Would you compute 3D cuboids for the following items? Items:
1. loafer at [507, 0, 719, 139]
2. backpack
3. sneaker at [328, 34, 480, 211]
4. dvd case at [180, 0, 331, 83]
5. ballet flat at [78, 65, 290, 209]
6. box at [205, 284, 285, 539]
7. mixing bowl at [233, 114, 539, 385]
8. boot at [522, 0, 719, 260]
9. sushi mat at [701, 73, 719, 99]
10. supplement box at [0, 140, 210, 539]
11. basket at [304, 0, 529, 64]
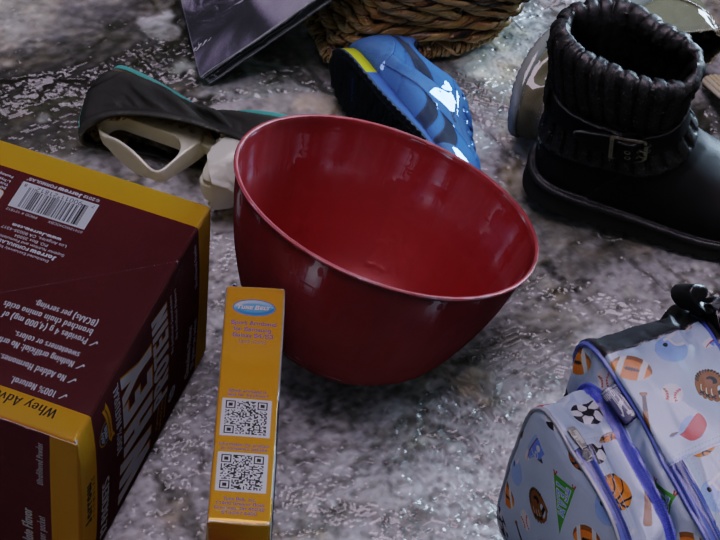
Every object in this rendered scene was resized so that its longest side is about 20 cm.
[{"bbox_3d":[0.183,-0.144,1.747,0.200,0.075,0.070,-34,54,-31],"label":"loafer"},{"bbox_3d":[0.175,0.142,1.413,0.154,0.200,0.191,-27,61,-21],"label":"backpack"},{"bbox_3d":[0.055,-0.093,1.695,0.078,0.066,0.200,-16,50,-24],"label":"sneaker"},{"bbox_3d":[-0.047,-0.239,1.769,0.200,0.016,0.149,-32,48,18],"label":"dvd case"},{"bbox_3d":[-0.103,-0.078,1.672,0.199,0.068,0.069,17,57,24],"label":"ballet flat"},{"bbox_3d":[-0.067,0.105,1.462,0.041,0.119,0.200,5,47,0],"label":"box"},{"bbox_3d":[0.000,0.000,1.555,0.199,0.109,0.200,17,30,-10],"label":"mixing bowl"},{"bbox_3d":[0.214,-0.091,1.641,0.210,0.158,0.080,10,49,-3],"label":"boot"},{"bbox_3d":[0.315,-0.108,1.712,0.095,0.012,0.200,-16,27,-10],"label":"sushi mat"},{"bbox_3d":[-0.216,0.045,1.494,0.197,0.133,0.200,18,48,10],"label":"supplement box"},{"bbox_3d":[0.041,-0.243,1.836,0.142,0.149,0.200,18,37,-36],"label":"basket"}]
